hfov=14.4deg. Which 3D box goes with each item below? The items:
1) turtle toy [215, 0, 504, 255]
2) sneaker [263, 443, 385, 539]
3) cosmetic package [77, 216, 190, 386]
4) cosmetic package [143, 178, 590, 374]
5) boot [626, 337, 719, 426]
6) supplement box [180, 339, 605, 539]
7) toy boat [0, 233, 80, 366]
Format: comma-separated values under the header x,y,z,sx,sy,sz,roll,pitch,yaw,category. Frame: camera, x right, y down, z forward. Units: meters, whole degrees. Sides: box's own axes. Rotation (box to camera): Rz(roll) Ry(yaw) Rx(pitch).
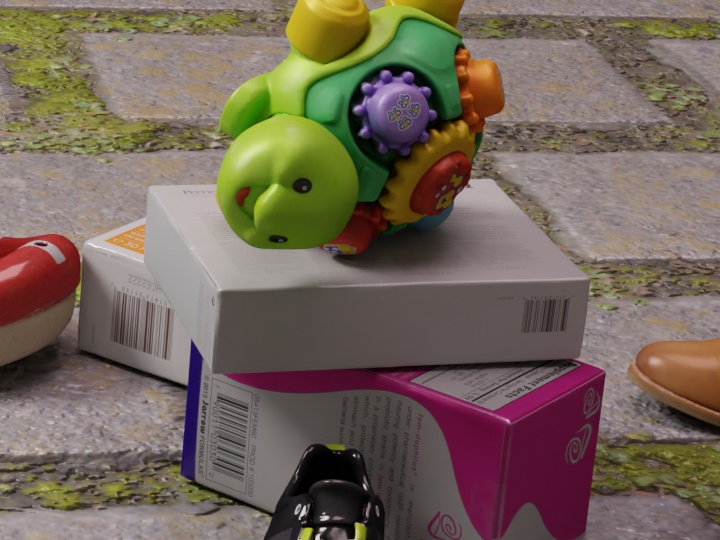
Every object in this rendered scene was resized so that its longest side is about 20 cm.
x,y,z,sx,sy,sz,roll,pitch,yaw,category
-0.004,-0.065,1.431,0.101,0.146,0.200,43,37,24,turtle toy
-0.023,0.142,1.359,0.072,0.083,0.200,4,21,-3,sneaker
-0.071,0.002,1.723,0.101,0.071,0.200,17,23,28,cosmetic package
0.000,0.000,1.493,0.200,0.052,0.151,-2,24,-18,cosmetic package
0.262,0.015,1.658,0.200,0.155,0.074,5,21,-1,boot
0.016,0.082,1.499,0.200,0.101,0.103,20,25,31,supplement box
-0.258,-0.021,1.651,0.200,0.131,0.131,14,23,20,toy boat
